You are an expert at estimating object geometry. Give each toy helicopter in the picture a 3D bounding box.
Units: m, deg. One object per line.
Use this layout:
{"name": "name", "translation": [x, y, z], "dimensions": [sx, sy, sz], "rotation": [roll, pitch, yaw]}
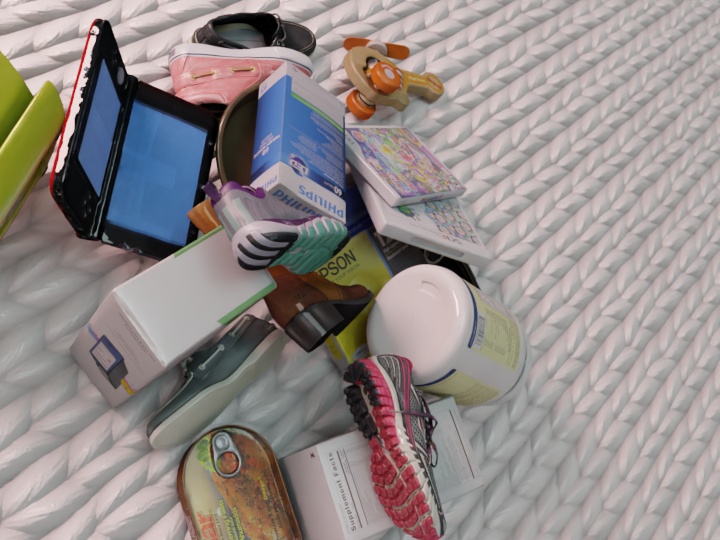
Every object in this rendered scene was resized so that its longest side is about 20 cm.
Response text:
{"name": "toy helicopter", "translation": [0.052, -0.301, 1.159], "dimensions": [0.199, 0.079, 0.133], "rotation": [-2, 61, -43]}

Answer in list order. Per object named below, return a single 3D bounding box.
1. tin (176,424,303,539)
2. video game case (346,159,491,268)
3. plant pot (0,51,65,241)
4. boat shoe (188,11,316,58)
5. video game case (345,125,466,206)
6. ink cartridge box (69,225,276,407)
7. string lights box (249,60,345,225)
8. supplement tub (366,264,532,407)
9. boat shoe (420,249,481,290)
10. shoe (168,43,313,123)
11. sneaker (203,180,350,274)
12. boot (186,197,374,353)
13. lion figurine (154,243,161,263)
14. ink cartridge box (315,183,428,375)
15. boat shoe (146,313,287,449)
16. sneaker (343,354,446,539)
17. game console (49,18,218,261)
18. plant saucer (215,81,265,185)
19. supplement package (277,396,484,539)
{"name": "tin", "translation": [-0.131, 0.269, 0.813], "dimensions": [0.111, 0.042, 0.201], "rotation": [-10, 75, -38]}
{"name": "video game case", "translation": [0.074, -0.095, 1.037], "dimensions": [0.181, 0.024, 0.201], "rotation": [16, 34, -31]}
{"name": "plant pot", "translation": [-0.403, -0.116, 0.712], "dimensions": [0.181, 0.199, 0.201], "rotation": [31, 63, -20]}
{"name": "boat shoe", "translation": [-0.137, -0.327, 1.045], "dimensions": [0.198, 0.066, 0.075], "rotation": [-8, 73, -34]}
{"name": "video game case", "translation": [0.055, -0.151, 1.051], "dimensions": [0.143, 0.018, 0.199], "rotation": [49, 32, 17]}
{"name": "ink cartridge box", "translation": [-0.196, 0.049, 0.768], "dimensions": [0.145, 0.200, 0.088], "rotation": [-38, 94, -37]}
{"name": "string lights box", "translation": [-0.071, -0.142, 0.897], "dimensions": [0.102, 0.059, 0.201], "rotation": [30, 44, -35]}
{"name": "supplement tub", "translation": [0.118, 0.089, 0.943], "dimensions": [0.200, 0.144, 0.146], "rotation": [29, 54, -47]}
{"name": "boat shoe", "translation": [0.115, -0.019, 1.068], "dimensions": [0.075, 0.062, 0.201], "rotation": [-18, 80, -34]}
{"name": "shoe", "translation": [-0.152, -0.242, 1.002], "dimensions": [0.199, 0.071, 0.092], "rotation": [-3, 73, -27]}
{"name": "sneaker", "translation": [-0.076, -0.050, 0.748], "dimensions": [0.088, 0.074, 0.200], "rotation": [54, 14, 14]}
{"name": "boot", "translation": [-0.087, -0.008, 0.862], "dimensions": [0.200, 0.069, 0.188], "rotation": [46, 27, 8]}
{"name": "lion figurine", "translation": [-0.243, -0.099, 0.892], "dimensions": [0.122, 0.072, 0.201], "rotation": [-32, 102, -49]}
{"name": "ink cartridge box", "translation": [0.000, 0.000, 0.987], "dimensions": [0.197, 0.047, 0.201], "rotation": [-35, 100, -36]}
{"name": "boat shoe", "translation": [-0.169, 0.119, 0.845], "dimensions": [0.062, 0.073, 0.200], "rotation": [37, 53, 17]}
{"name": "sneaker", "translation": [0.052, 0.183, 0.796], "dimensions": [0.074, 0.081, 0.201], "rotation": [-8, 73, -35]}
{"name": "game console", "translation": [-0.228, -0.129, 0.795], "dimensions": [0.118, 0.173, 0.202], "rotation": [7, 70, -3]}
{"name": "plant saucer", "translation": [-0.105, -0.142, 0.976], "dimensions": [0.199, 0.029, 0.202], "rotation": [4, 85, -40]}
{"name": "supplement package", "translation": [0.023, 0.234, 0.874], "dimensions": [0.199, 0.109, 0.115], "rotation": [-11, 75, -34]}
